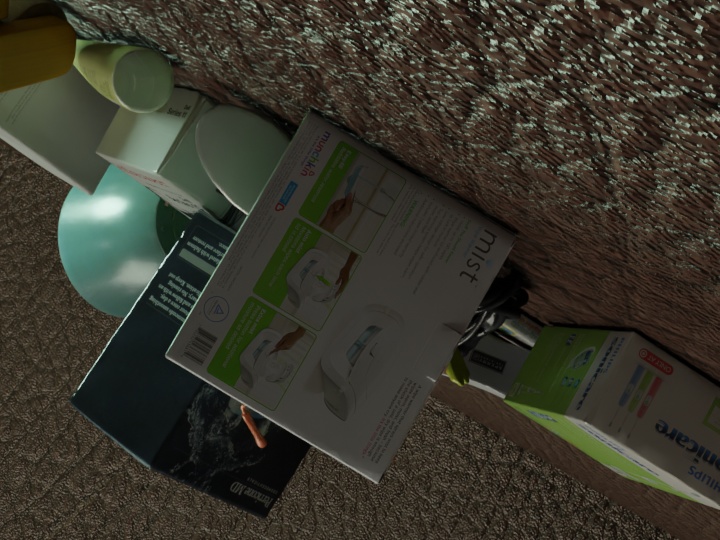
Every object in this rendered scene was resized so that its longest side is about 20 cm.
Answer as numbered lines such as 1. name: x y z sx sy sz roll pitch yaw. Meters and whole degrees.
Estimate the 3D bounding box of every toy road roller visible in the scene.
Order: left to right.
1. toy road roller: -0.326 -0.221 0.904 0.122 0.147 0.200 27 -150 24

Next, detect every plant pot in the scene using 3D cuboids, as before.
1. plant pot: -0.250 -0.048 1.435 0.160 0.202 0.200 -8 146 45

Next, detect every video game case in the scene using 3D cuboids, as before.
1. video game case: 0.117 0.042 1.176 0.181 0.023 0.200 32 174 -10

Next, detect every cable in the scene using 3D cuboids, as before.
1. cable: 0.047 0.038 0.962 0.162 0.051 0.199 15 149 -43

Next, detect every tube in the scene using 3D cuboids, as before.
1. tube: -0.211 -0.170 0.978 0.052 0.059 0.200 -13 -163 -23

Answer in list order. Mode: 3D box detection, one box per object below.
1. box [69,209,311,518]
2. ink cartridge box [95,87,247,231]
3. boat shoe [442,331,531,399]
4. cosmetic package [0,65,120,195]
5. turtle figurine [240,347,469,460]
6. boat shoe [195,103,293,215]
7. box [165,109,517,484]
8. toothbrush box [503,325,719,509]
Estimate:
1. box: -0.113 0.089 1.017 0.117 0.201 0.197 29 172 33
2. ink cartridge box: -0.126 -0.082 1.064 0.200 0.083 0.146 37 170 -36
3. boat shoe: 0.108 0.083 1.128 0.199 0.069 0.057 27 174 13
4. cosmetic package: -0.314 -0.170 1.136 0.081 0.113 0.200 27 170 24
5. turtle figurine: 0.009 0.104 0.957 0.199 0.161 0.065 31 -141 -44
6. boat shoe: -0.044 -0.066 0.924 0.199 0.072 0.066 32 -166 -8
7. box: -0.013 0.021 0.828 0.176 0.201 0.097 30 174 -2
8. toothbrush box: 0.229 0.121 0.980 0.145 0.087 0.200 32 174 -8
